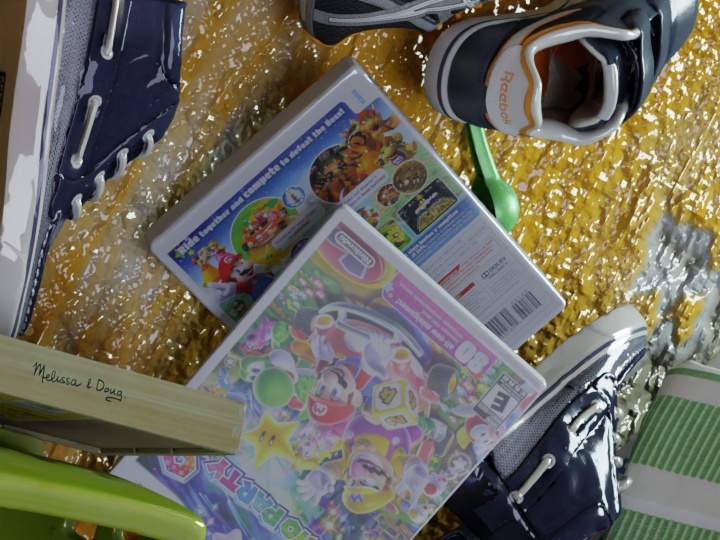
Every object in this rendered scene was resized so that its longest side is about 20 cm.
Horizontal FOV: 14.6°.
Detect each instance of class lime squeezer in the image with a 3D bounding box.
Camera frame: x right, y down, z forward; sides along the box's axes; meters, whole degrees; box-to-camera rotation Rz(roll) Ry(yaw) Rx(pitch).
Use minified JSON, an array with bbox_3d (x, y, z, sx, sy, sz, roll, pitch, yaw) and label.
[{"bbox_3d":[0.048,-0.016,1.544,0.070,0.038,0.201,16,100,-40],"label":"lime squeezer"}]

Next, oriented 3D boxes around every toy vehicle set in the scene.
[{"bbox_3d":[-0.171,0.057,1.368,0.199,0.124,0.027,18,76,-37],"label":"toy vehicle set"}]

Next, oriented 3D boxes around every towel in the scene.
[{"bbox_3d":[0.213,0.148,1.546,0.023,0.152,0.201,83,24,-57],"label":"towel"}]

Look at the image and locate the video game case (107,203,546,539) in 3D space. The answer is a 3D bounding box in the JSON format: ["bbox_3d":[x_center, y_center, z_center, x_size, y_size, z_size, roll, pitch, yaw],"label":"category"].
[{"bbox_3d":[-0.021,0.086,1.459,0.143,0.018,0.200,41,98,-3],"label":"video game case"}]

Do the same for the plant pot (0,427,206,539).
[{"bbox_3d":[-0.220,0.163,1.339,0.199,0.181,0.200,15,98,-36],"label":"plant pot"}]

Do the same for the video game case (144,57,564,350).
[{"bbox_3d":[0.000,0.000,1.493,0.143,0.018,0.200,-40,123,5],"label":"video game case"}]

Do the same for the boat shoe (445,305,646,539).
[{"bbox_3d":[0.118,0.097,1.554,0.093,0.075,0.200,50,46,6],"label":"boat shoe"}]

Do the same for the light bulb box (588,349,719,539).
[{"bbox_3d":[0.222,0.188,1.605,0.198,0.200,0.125,-42,152,-22],"label":"light bulb box"}]

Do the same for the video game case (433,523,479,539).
[{"bbox_3d":[0.017,0.214,1.588,0.199,0.019,0.143,-27,144,-24],"label":"video game case"}]

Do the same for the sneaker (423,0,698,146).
[{"bbox_3d":[0.130,-0.114,1.522,0.200,0.079,0.079,-24,124,-38],"label":"sneaker"}]

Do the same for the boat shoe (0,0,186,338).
[{"bbox_3d":[-0.140,-0.053,1.378,0.092,0.075,0.201,5,104,-27],"label":"boat shoe"}]

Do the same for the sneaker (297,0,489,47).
[{"bbox_3d":[0.046,-0.166,1.474,0.199,0.078,0.077,-9,134,-33],"label":"sneaker"}]
